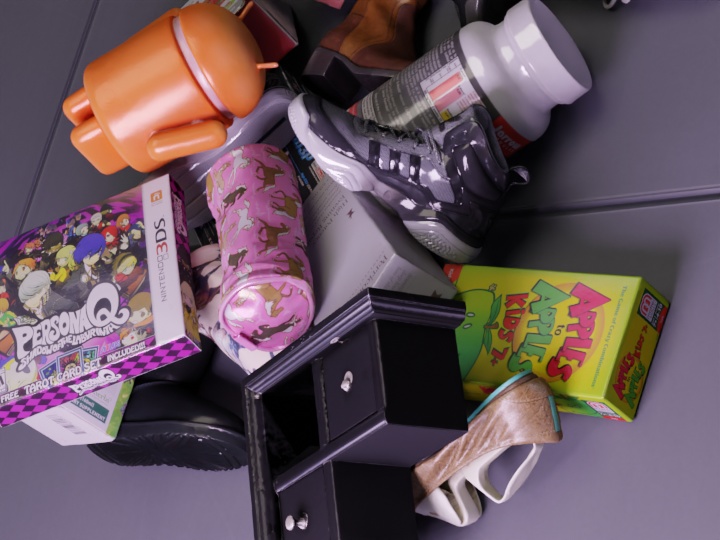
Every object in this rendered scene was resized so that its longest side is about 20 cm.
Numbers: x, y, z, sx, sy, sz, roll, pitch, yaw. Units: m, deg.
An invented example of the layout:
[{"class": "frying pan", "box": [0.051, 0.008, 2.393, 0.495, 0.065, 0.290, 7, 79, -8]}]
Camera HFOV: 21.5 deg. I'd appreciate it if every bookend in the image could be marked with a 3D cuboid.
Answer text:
[{"class": "bookend", "box": [0.001, 0.147, 1.436, 0.198, 0.091, 0.202, -36, 54, 50]}]

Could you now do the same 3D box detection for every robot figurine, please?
[{"class": "robot figurine", "box": [-0.170, -0.164, 1.718, 0.199, 0.117, 0.144, -29, 14, 10]}]

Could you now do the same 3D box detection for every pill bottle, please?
[{"class": "pill bottle", "box": [0.091, -0.140, 1.625, 0.199, 0.116, 0.117, -34, 46, 21]}]

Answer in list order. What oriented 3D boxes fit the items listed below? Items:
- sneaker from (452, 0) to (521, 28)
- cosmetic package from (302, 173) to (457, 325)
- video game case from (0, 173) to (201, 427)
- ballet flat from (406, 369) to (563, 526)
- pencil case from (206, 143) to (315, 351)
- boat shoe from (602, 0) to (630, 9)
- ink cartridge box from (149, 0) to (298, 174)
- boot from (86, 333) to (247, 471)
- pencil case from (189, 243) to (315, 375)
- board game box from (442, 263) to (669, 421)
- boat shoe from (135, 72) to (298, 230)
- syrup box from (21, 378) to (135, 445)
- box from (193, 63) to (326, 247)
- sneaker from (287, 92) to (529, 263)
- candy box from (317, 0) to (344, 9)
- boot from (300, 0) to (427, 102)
[{"class": "sneaker", "box": [0.084, -0.288, 1.693, 0.114, 0.201, 0.076, 11, 33, 44]}, {"class": "cosmetic package", "box": [0.000, 0.000, 1.610, 0.102, 0.074, 0.200, -55, 26, 10]}, {"class": "video game case", "box": [-0.241, 0.025, 1.669, 0.198, 0.036, 0.183, -20, 52, 14]}, {"class": "ballet flat", "box": [0.086, 0.153, 1.471, 0.200, 0.068, 0.073, -40, 75, 35]}, {"class": "pencil case", "box": [-0.086, -0.021, 1.615, 0.082, 0.087, 0.201, -2, 38, -8]}, {"class": "boat shoe", "box": [0.218, -0.263, 1.626, 0.200, 0.086, 0.075, 13, 65, 15]}, {"class": "ink cartridge box", "box": [-0.161, -0.196, 1.872, 0.200, 0.084, 0.176, -42, 21, 13]}, {"class": "boot", "box": [-0.158, 0.096, 1.734, 0.197, 0.073, 0.164, -4, 56, 39]}, {"class": "pencil case", "box": [-0.088, 0.056, 1.656, 0.199, 0.078, 0.090, 36, 84, 34]}, {"class": "board game box", "box": [0.138, 0.054, 1.506, 0.199, 0.048, 0.102, 4, 66, 43]}, {"class": "boat shoe", "box": [-0.139, -0.108, 1.787, 0.199, 0.072, 0.071, -35, 36, 5]}, {"class": "syrup box", "box": [-0.247, 0.053, 1.741, 0.081, 0.079, 0.202, -10, 54, 43]}, {"class": "box", "box": [-0.091, -0.081, 1.801, 0.159, 0.046, 0.201, -43, 43, 12]}, {"class": "sneaker", "box": [0.044, -0.105, 1.549, 0.114, 0.199, 0.076, -50, 8, 21]}, {"class": "candy box", "box": [-0.055, -0.363, 1.884, 0.055, 0.114, 0.201, 122, 159, -49]}, {"class": "boot", "box": [0.056, -0.242, 1.782, 0.187, 0.068, 0.201, 10, 63, 53]}]
